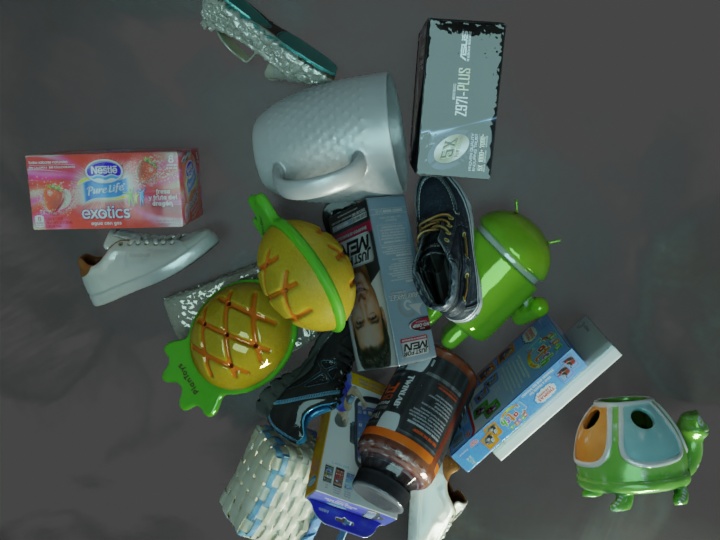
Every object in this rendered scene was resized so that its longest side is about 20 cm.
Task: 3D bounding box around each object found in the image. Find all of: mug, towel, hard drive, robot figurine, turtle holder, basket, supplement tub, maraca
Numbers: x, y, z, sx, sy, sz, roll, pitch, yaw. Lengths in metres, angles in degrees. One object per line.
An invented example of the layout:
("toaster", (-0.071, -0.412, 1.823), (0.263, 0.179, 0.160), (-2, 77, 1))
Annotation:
("mug", (-0.041, -0.143, 0.927), (0.173, 0.201, 0.149), (-7, 122, 11))
("towel", (-0.164, 0.066, 1.060), (0.198, 0.034, 0.134), (-18, 99, 7))
("hard drive", (0.243, 0.150, 1.006), (0.200, 0.132, 0.027), (-44, 97, 10))
("robot figurine", (0.162, 0.008, 0.988), (0.175, 0.116, 0.200), (43, 100, 1))
("turtle holder", (0.376, 0.236, 1.016), (0.183, 0.141, 0.134), (-6, 85, 13))
("basket", (-0.077, 0.303, 1.058), (0.199, 0.139, 0.178), (28, 91, -27))
("supplement tub", (0.065, 0.198, 0.962), (0.106, 0.107, 0.201), (34, 60, -5))
("maraca", (-0.078, -0.009, 0.928), (0.106, 0.138, 0.200), (-30, 63, -20))
("maraca", (-0.170, 0.099, 0.991), (0.199, 0.107, 0.138), (-39, 73, 6))

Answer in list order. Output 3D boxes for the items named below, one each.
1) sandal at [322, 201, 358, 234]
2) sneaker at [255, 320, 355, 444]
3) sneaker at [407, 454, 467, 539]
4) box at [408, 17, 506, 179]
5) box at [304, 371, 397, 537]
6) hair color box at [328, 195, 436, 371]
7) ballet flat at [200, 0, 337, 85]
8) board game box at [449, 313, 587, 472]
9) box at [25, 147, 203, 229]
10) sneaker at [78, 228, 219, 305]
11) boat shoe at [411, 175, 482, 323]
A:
("sandal", (0.000, 0.000, 1.031), (0.074, 0.045, 0.202), (-22, 100, 6))
("sneaker", (-0.041, 0.137, 0.998), (0.082, 0.073, 0.200), (40, 81, 24))
("sneaker", (0.108, 0.359, 1.086), (0.083, 0.073, 0.203), (4, 101, 5))
("box", (0.107, -0.201, 0.904), (0.085, 0.200, 0.166), (4, 103, 1))
("box", (0.000, 0.238, 1.002), (0.118, 0.202, 0.042), (23, 139, -17))
("hair color box", (0.025, 0.018, 0.952), (0.060, 0.099, 0.203), (-8, 84, -32))
("ballet flat", (-0.120, -0.285, 0.973), (0.199, 0.072, 0.072), (37, 101, 1))
("board game box", (0.193, 0.153, 0.999), (0.037, 0.151, 0.200), (43, 101, -8))
("box", (-0.315, -0.108, 0.996), (0.197, 0.103, 0.096), (-1, 102, 4))
("sneaker", (-0.288, -0.025, 1.018), (0.198, 0.073, 0.086), (-22, 103, 9))
("boat shoe", (0.096, -0.041, 0.915), (0.070, 0.091, 0.203), (-20, 69, 23))
